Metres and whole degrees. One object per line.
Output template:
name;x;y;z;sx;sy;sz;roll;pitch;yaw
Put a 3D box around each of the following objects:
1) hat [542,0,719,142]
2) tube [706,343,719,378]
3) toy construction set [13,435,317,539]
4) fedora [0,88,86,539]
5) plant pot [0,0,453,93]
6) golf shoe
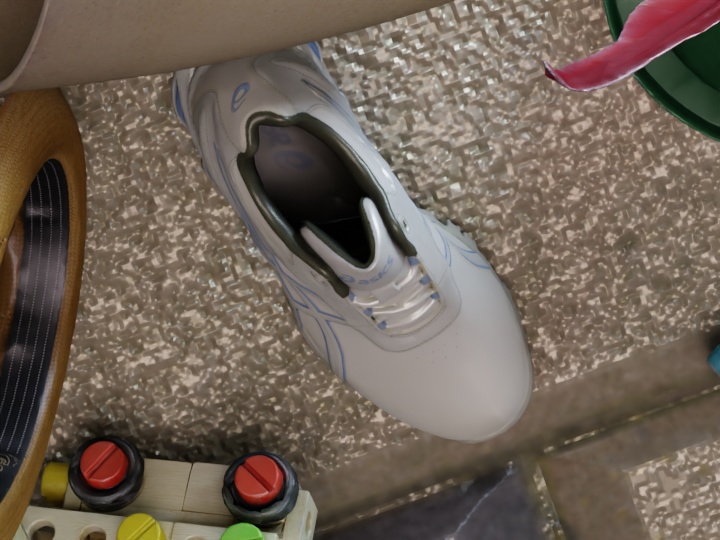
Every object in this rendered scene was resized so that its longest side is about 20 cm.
hat;0.175;-0.089;1.066;0.200;0.176;0.166;-33;111;6
tube;0.223;-0.017;1.172;0.200;0.050;0.077;-45;123;6
toy construction set;-0.079;0.136;1.148;0.200;0.092;0.131;11;64;-1
fedora;-0.155;0.018;1.067;0.082;0.201;0.201;9;110;6
plant pot;-0.030;-0.151;1.033;0.200;0.187;0.188;1;111;-21
golf shoe;0.000;0.000;1.124;0.078;0.097;0.200;-38;112;6
